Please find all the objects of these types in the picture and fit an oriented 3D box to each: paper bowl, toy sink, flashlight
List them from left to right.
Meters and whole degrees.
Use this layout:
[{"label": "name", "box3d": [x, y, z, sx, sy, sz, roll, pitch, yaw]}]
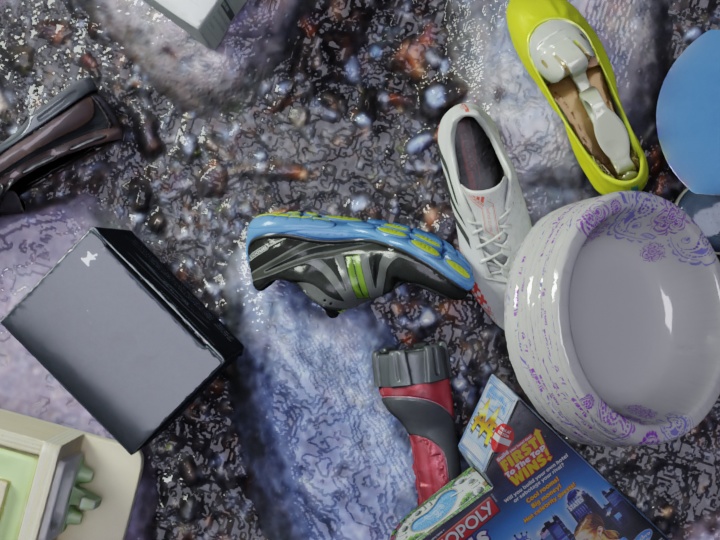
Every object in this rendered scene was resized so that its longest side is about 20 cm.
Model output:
[{"label": "toy sink", "box3d": [-0.295, 0.190, 1.437, 0.198, 0.112, 0.131, 16, 91, 2]}, {"label": "flashlight", "box3d": [0.053, 0.162, 1.449, 0.067, 0.068, 0.202, -6, 90, 18]}, {"label": "paper bowl", "box3d": [0.198, 0.042, 1.400, 0.200, 0.104, 0.202, 7, 78, -36]}]

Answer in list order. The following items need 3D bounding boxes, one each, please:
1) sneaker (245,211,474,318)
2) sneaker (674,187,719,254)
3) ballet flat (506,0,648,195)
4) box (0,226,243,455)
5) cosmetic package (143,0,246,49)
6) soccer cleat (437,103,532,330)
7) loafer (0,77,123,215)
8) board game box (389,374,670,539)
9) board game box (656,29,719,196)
[{"label": "sneaker", "box3d": [0.000, 0.000, 1.449, 0.198, 0.071, 0.083, 8, 101, 14]}, {"label": "sneaker", "box3d": [0.360, -0.049, 1.430, 0.198, 0.085, 0.076, -2, 90, 2]}, {"label": "ballet flat", "box3d": [0.185, -0.152, 1.444, 0.066, 0.067, 0.201, -27, 89, 2]}, {"label": "box", "box3d": [-0.184, 0.052, 1.390, 0.104, 0.200, 0.148, -45, 89, 1]}, {"label": "cosmetic package", "box3d": [-0.150, -0.327, 1.429, 0.199, 0.123, 0.201, 35, 90, 1]}, {"label": "soccer cleat", "box3d": [0.109, -0.042, 1.438, 0.068, 0.085, 0.202, -15, 89, 2]}, {"label": "loafer", "box3d": [-0.289, -0.079, 1.461, 0.200, 0.072, 0.063, -40, 93, -2]}, {"label": "board game box", "box3d": [0.121, 0.197, 1.400, 0.199, 0.062, 0.201, -35, 113, -6]}, {"label": "board game box", "box3d": [0.347, -0.120, 1.438, 0.198, 0.039, 0.159, 5, 66, 18]}]
